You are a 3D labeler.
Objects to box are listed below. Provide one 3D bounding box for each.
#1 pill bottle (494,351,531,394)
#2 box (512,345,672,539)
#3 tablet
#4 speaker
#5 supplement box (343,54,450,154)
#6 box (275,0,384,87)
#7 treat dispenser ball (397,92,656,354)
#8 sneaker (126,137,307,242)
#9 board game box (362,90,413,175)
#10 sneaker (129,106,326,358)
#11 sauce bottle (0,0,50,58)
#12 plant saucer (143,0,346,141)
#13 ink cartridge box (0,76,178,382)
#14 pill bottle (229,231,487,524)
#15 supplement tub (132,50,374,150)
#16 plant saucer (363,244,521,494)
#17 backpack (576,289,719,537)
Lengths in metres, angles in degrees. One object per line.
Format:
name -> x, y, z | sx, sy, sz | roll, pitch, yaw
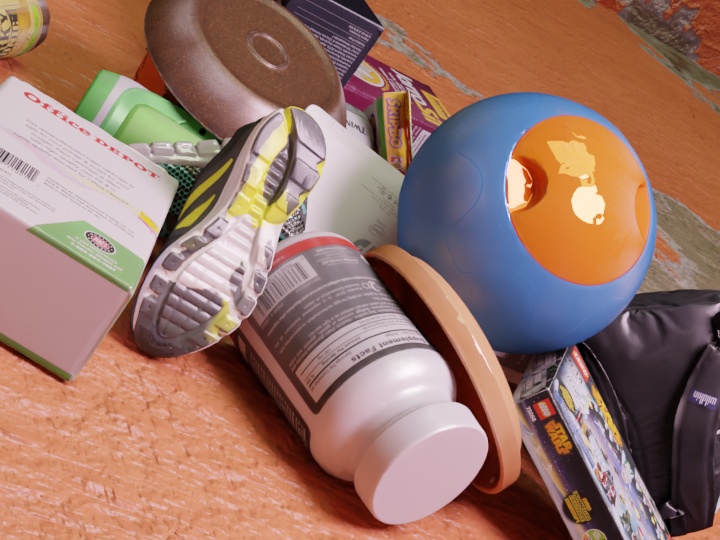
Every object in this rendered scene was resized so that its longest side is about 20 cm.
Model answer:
pill bottle -> 0.149, 0.056, 1.474 | 0.199, 0.114, 0.114 | 23, 24, -34
box -> 0.181, 0.163, 1.273 | 0.201, 0.040, 0.137 | 63, 18, -6
tablet -> 0.008, -0.027, 1.339 | 0.200, 0.014, 0.131 | 37, 63, -19
speaker -> -0.141, -0.075, 1.331 | 0.199, 0.089, 0.089 | 33, 20, -11
supplement box -> -0.007, -0.155, 1.703 | 0.199, 0.103, 0.131 | 22, 24, -36
box -> -0.095, -0.222, 1.591 | 0.104, 0.182, 0.200 | 22, 24, -33
treat dispenser ball -> 0.127, -0.036, 1.287 | 0.200, 0.201, 0.201 | 31, 20, -13
sneaker -> -0.130, -0.048, 1.244 | 0.199, 0.092, 0.078 | -5, -10, -5
board game box -> 0.017, -0.100, 1.514 | 0.030, 0.096, 0.200 | -3, -4, -14
sneaker -> -0.096, -0.025, 1.179 | 0.074, 0.200, 0.085 | 40, -12, -21
sauce bottle -> -0.320, -0.196, 1.341 | 0.065, 0.065, 0.200 | 38, 22, 6
plant saucer -> -0.084, -0.171, 1.377 | 0.200, 0.037, 0.201 | 27, 38, -23
ink cartridge box -> -0.215, -0.034, 1.118 | 0.144, 0.084, 0.200 | 32, 21, -11
pill bottle -> -0.003, 0.075, 1.178 | 0.116, 0.116, 0.200 | 13, 31, -48
supplement tub -> -0.098, -0.123, 1.452 | 0.199, 0.123, 0.123 | 26, 22, -28
plant saucer -> 0.062, 0.070, 1.237 | 0.201, 0.032, 0.201 | 55, -17, 25
backpack -> 0.248, 0.119, 1.385 | 0.166, 0.201, 0.126 | -3, 10, 24
